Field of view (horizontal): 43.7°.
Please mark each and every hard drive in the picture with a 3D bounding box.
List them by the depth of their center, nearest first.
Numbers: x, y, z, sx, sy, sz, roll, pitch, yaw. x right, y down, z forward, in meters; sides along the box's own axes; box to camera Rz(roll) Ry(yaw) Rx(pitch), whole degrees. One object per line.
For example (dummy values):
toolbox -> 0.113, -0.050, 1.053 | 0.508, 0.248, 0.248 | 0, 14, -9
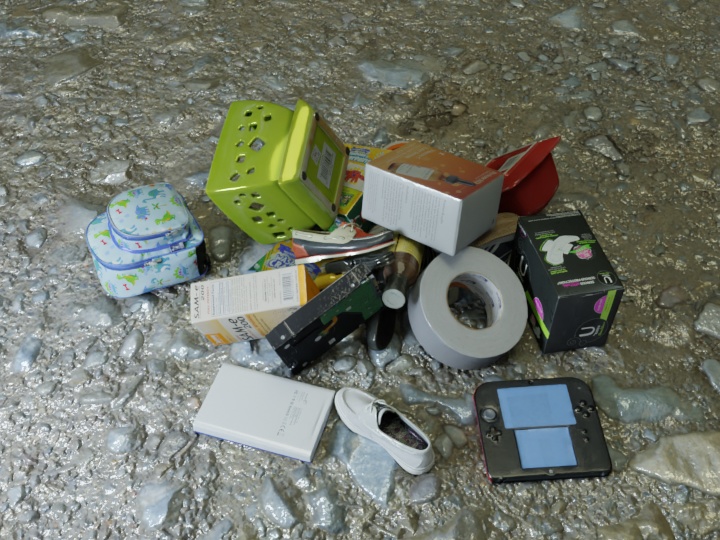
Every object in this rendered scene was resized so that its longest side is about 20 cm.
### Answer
hard drive -> -0.153, 0.227, 1.449 | 0.197, 0.026, 0.133 | 12, 47, 11
hard drive -> -0.054, 0.081, 1.472 | 0.199, 0.140, 0.038 | -36, 65, -5

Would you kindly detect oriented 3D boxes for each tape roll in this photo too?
tape roll -> 0.183, 0.063, 1.529 | 0.197, 0.066, 0.203 | 7, 64, -16

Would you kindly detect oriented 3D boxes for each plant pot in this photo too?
plant pot -> -0.134, -0.180, 1.611 | 0.179, 0.199, 0.203 | -3, 62, 29

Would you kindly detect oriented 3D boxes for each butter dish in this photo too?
butter dish -> 0.303, -0.142, 1.741 | 0.200, 0.149, 0.198 | -42, 15, -35

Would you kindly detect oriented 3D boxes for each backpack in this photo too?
backpack -> -0.397, -0.059, 1.642 | 0.197, 0.148, 0.184 | -21, 47, -16

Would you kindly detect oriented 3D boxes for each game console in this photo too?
game console -> 0.285, 0.251, 1.427 | 0.196, 0.031, 0.179 | -3, 46, -3

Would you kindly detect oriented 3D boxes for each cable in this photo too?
cable -> 0.000, 0.000, 1.541 | 0.198, 0.051, 0.096 | -9, 7, 44

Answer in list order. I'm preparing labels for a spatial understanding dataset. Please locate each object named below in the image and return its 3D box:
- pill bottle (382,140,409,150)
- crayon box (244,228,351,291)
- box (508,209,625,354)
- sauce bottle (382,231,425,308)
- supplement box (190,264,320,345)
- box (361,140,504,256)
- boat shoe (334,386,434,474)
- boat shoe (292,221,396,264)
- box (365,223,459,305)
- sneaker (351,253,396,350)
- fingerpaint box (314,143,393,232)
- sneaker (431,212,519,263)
pill bottle -> 0.101, -0.155, 1.764 | 0.108, 0.111, 0.201 | -13, 47, -13
crayon box -> -0.104, -0.009, 1.662 | 0.125, 0.052, 0.200 | 28, 51, 24
box -> 0.353, 0.018, 1.570 | 0.122, 0.150, 0.202 | -7, 45, -10
sauce bottle -> 0.072, -0.012, 1.545 | 0.064, 0.065, 0.201 | 9, 38, 9
supplement box -> -0.172, 0.061, 1.506 | 0.196, 0.126, 0.075 | -10, 66, 8
box -> 0.125, -0.131, 1.565 | 0.198, 0.108, 0.152 | 24, 35, 29
boat shoe -> 0.035, 0.238, 1.409 | 0.071, 0.069, 0.200 | -30, 53, -27
boat shoe -> -0.032, -0.053, 1.562 | 0.197, 0.064, 0.071 | -8, -1, 27
box -> 0.091, -0.009, 1.651 | 0.081, 0.069, 0.200 | -28, 53, -26
sneaker -> 0.013, 0.049, 1.600 | 0.103, 0.060, 0.203 | -4, 62, 32
fingerpaint box -> -0.036, -0.159, 1.726 | 0.198, 0.074, 0.168 | 15, 61, 42
sneaker -> 0.205, -0.036, 1.641 | 0.197, 0.109, 0.070 | -13, 51, -27
